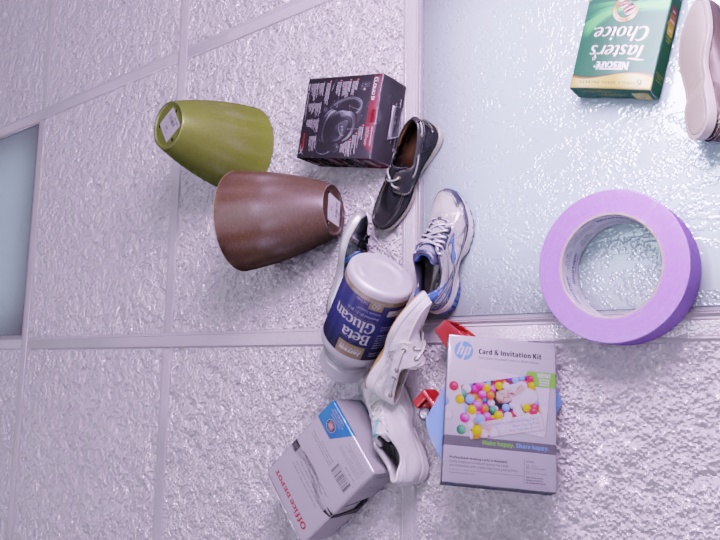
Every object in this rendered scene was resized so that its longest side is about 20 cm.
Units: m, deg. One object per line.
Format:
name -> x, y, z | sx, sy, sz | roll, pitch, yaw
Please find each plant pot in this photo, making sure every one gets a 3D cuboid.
plant pot -> -0.136, -0.100, 1.280 | 0.197, 0.186, 0.191 | -5, 80, 22
plant pot -> -0.309, -0.268, 1.411 | 0.185, 0.199, 0.191 | -7, 78, 37

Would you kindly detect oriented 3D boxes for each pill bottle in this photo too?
pill bottle -> 0.001, 0.083, 1.126 | 0.111, 0.110, 0.202 | 46, 129, 33

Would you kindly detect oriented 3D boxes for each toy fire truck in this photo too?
toy fire truck -> 0.157, 0.193, 1.065 | 0.141, 0.048, 0.201 | -48, 60, 18

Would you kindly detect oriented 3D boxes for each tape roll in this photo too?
tape roll -> 0.344, -0.003, 0.937 | 0.198, 0.065, 0.204 | -6, 80, 37

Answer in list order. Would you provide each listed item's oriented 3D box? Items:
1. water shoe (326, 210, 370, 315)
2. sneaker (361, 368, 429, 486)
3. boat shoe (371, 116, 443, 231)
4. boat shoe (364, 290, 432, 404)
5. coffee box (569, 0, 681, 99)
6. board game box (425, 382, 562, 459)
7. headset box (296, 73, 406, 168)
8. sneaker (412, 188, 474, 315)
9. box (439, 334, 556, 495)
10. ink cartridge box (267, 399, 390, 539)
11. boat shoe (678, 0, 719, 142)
water shoe -> 0.000, 0.000, 1.220 | 0.078, 0.071, 0.204 | 15, 98, 17
sneaker -> 0.042, 0.247, 1.123 | 0.075, 0.088, 0.202 | -40, 60, 28
boat shoe -> 0.065, -0.163, 1.183 | 0.072, 0.067, 0.202 | 37, 107, 34
boat shoe -> 0.074, 0.123, 1.079 | 0.069, 0.071, 0.202 | 35, 124, 20
coffee box -> 0.376, -0.344, 0.976 | 0.122, 0.044, 0.204 | 16, 93, 39
board game box -> 0.188, 0.208, 1.005 | 0.156, 0.039, 0.202 | 29, 72, 12
headset box -> -0.011, -0.265, 1.251 | 0.198, 0.077, 0.152 | 8, 88, 38
sneaker -> 0.125, -0.033, 1.102 | 0.076, 0.085, 0.204 | 2, 84, 38
box -> 0.191, 0.197, 0.966 | 0.153, 0.041, 0.203 | 5, 68, 3
ink cartridge box -> -0.049, 0.339, 1.184 | 0.200, 0.084, 0.145 | -48, 57, 21
boat shoe -> 0.452, -0.257, 0.892 | 0.058, 0.072, 0.204 | 6, 70, -1
